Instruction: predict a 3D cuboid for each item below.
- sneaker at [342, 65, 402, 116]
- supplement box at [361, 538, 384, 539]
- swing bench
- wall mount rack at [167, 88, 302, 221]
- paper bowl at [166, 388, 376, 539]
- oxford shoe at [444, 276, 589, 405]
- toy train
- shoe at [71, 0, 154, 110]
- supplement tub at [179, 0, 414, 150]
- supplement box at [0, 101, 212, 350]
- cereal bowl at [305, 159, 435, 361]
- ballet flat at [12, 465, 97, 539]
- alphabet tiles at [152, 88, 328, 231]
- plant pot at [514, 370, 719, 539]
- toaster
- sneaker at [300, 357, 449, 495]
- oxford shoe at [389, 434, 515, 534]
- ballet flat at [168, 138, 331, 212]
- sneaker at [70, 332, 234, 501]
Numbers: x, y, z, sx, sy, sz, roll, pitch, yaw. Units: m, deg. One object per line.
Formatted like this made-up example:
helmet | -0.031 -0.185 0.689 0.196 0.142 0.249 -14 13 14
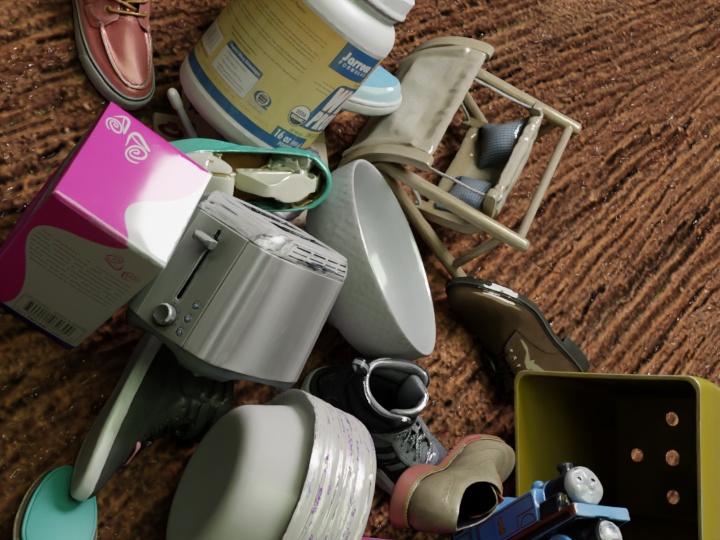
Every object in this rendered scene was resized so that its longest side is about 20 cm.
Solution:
sneaker | -0.030 -0.251 1.181 0.198 0.131 0.080 28 35 1
supplement box | 0.029 0.291 1.024 0.198 0.103 0.103 12 76 -29
swing bench | 0.105 -0.131 1.261 0.199 0.129 0.200 39 53 -14
wall mount rack | -0.143 -0.062 1.082 0.173 0.074 0.201 34 54 -16
paper bowl | -0.084 0.192 0.940 0.104 0.200 0.203 29 56 -22
oxford shoe | 0.165 0.082 1.248 0.199 0.072 0.085 39 55 -15
toy train | 0.168 0.260 1.096 0.086 0.200 0.115 10 54 -30
shoe | -0.230 -0.261 1.104 0.071 0.091 0.202 -8 75 -37
supplement tub | -0.059 -0.214 1.085 0.144 0.200 0.145 38 19 -16
supplement box | -0.219 -0.030 0.941 0.101 0.199 0.104 35 54 -17
cereal bowl | 0.000 0.000 1.132 0.201 0.082 0.201 -90 154 -52
ballet flat | -0.243 0.237 0.888 0.070 0.071 0.201 24 28 -25
alphabet tiles | -0.115 -0.097 1.170 0.198 0.008 0.169 6 67 -33
plant pot | 0.288 0.203 1.192 0.175 0.198 0.203 3 87 -52
toaster | -0.092 0.020 0.969 0.113 0.130 0.200 32 4 29
sneaker | 0.042 0.153 1.102 0.199 0.114 0.076 38 54 -16
oxford shoe | 0.105 0.206 1.080 0.199 0.074 0.071 -16 115 -55
ballet flat | -0.110 -0.080 1.013 0.198 0.070 0.068 -5 102 -32
sneaker | -0.167 0.128 0.982 0.099 0.071 0.201 37 42 -13
